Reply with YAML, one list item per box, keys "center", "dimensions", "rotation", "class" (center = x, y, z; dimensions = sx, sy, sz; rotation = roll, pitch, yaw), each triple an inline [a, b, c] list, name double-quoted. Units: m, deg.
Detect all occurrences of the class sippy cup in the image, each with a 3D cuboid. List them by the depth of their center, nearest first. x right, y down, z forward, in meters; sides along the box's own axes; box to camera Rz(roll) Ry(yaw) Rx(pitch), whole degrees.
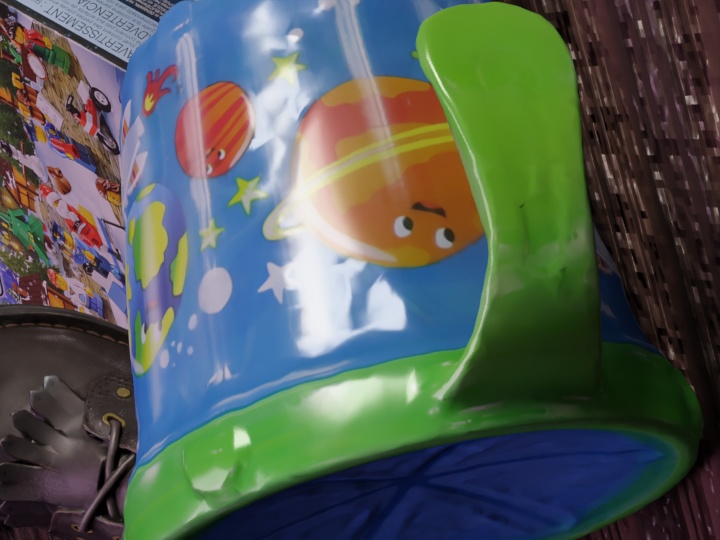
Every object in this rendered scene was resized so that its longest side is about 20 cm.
- center: [0.000, 0.000, 0.630]
  dimensions: [0.178, 0.140, 0.131]
  rotation: [-25, 67, 29]
  class: "sippy cup"

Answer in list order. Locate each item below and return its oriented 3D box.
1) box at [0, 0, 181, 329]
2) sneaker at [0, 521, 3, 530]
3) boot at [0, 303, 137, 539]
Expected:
- center: [-0.088, -0.023, 0.898]
  dimensions: [0.136, 0.038, 0.200]
  rotation: [29, 145, 27]
  class: "box"
- center: [-0.295, 0.095, 1.697]
  dimensions: [0.077, 0.076, 0.200]
  rotation: [-19, 88, 68]
  class: "sneaker"
- center: [-0.048, 0.070, 0.763]
  dimensions: [0.174, 0.200, 0.069]
  rotation: [-138, 58, -69]
  class: "boot"
